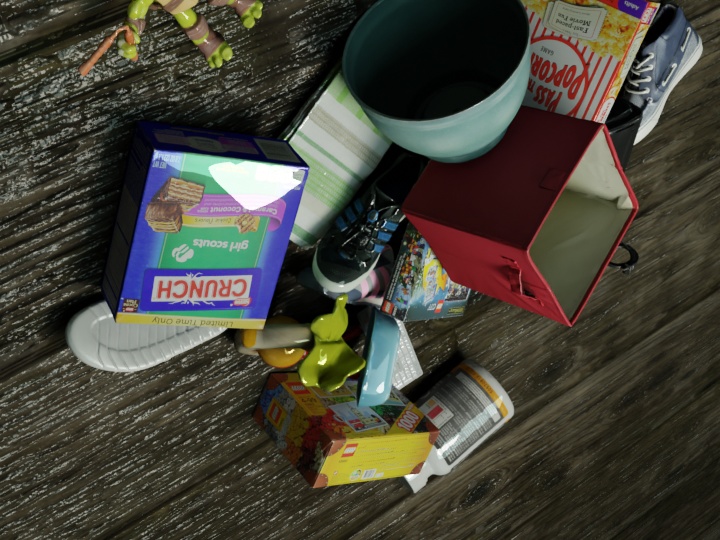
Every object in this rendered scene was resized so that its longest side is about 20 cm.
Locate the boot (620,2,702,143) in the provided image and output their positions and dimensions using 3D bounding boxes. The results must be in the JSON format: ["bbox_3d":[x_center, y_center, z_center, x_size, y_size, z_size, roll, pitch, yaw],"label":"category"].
[{"bbox_3d":[0.395,-0.273,1.409,0.090,0.073,0.200,37,86,-43],"label":"boot"}]

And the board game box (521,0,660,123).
[{"bbox_3d":[0.245,-0.255,1.213,0.046,0.151,0.200,-17,133,-55],"label":"board game box"}]

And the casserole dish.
[{"bbox_3d":[0.023,0.112,1.288,0.039,0.200,0.121,11,91,-2],"label":"casserole dish"}]

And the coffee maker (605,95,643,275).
[{"bbox_3d":[0.304,-0.130,1.339,0.135,0.192,0.200,-51,154,-46],"label":"coffee maker"}]

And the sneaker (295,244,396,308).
[{"bbox_3d":[0.000,0.000,1.277,0.200,0.070,0.082,9,103,-51],"label":"sneaker"}]

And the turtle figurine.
[{"bbox_3d":[-0.172,-0.247,0.918,0.161,0.064,0.200,26,94,-57],"label":"turtle figurine"}]

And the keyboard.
[{"bbox_3d":[0.044,0.107,1.436,0.056,0.011,0.200,-37,139,-13],"label":"keyboard"}]

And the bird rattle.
[{"bbox_3d":[-0.072,0.081,1.230,0.163,0.200,0.113,4,88,-7],"label":"bird rattle"}]

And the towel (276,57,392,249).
[{"bbox_3d":[-0.044,-0.131,1.160,0.200,0.031,0.149,-53,142,2],"label":"towel"}]

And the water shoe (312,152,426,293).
[{"bbox_3d":[0.009,-0.063,1.188,0.200,0.071,0.079,-55,171,-30],"label":"water shoe"}]

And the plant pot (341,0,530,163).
[{"bbox_3d":[0.095,-0.201,1.096,0.200,0.200,0.134,-41,145,-8],"label":"plant pot"}]

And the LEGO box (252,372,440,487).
[{"bbox_3d":[-0.018,0.207,1.353,0.200,0.149,0.077,4,118,-44],"label":"LEGO box"}]

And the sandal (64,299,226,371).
[{"bbox_3d":[-0.234,0.069,1.123,0.202,0.083,0.050,-9,170,-39],"label":"sandal"}]

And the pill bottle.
[{"bbox_3d":[0.126,0.237,1.531,0.200,0.116,0.116,-38,139,-11],"label":"pill bottle"}]

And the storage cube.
[{"bbox_3d":[0.185,-0.071,1.165,0.200,0.180,0.171,-57,140,-14],"label":"storage cube"}]

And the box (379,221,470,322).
[{"bbox_3d":[0.103,-0.007,1.310,0.200,0.038,0.137,0,110,-63],"label":"box"}]

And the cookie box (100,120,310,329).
[{"bbox_3d":[-0.165,-0.042,1.056,0.171,0.075,0.200,4,119,-28],"label":"cookie box"}]
